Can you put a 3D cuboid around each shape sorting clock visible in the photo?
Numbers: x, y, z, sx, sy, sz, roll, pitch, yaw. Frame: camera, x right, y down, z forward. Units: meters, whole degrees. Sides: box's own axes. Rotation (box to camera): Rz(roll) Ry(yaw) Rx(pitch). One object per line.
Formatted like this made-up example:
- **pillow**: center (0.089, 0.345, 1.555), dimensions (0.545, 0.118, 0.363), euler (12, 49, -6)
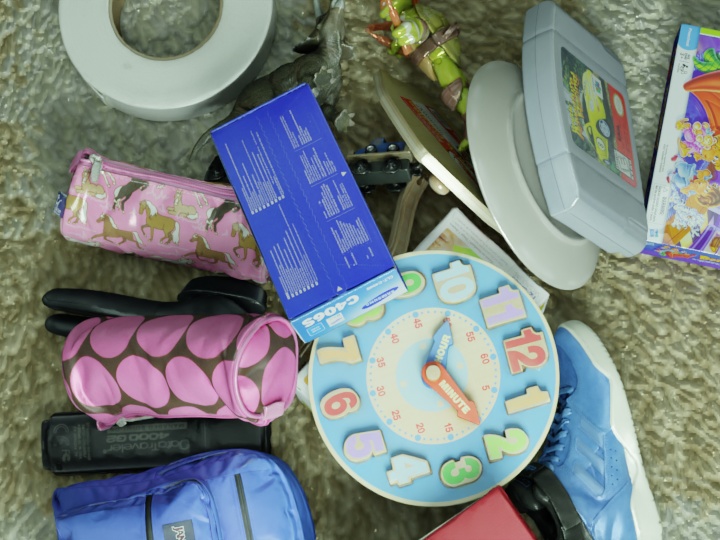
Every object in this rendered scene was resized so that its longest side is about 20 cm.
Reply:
- **shape sorting clock**: center (0.056, 0.082, 1.108), dimensions (0.197, 0.039, 0.202), euler (-1, 76, 3)

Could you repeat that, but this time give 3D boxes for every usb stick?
- **usb stick**: center (-0.174, 0.144, 1.216), dimensions (0.197, 0.033, 0.056), euler (-4, 83, 2)

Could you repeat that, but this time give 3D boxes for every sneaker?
- **sneaker**: center (0.167, 0.148, 1.172), dimensions (0.110, 0.077, 0.202), euler (-14, 83, -10)

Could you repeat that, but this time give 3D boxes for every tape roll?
- **tape roll**: center (-0.176, -0.236, 1.302), dimensions (0.200, 0.037, 0.205), euler (-1, 78, 3)

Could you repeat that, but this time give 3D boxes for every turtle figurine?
- **turtle figurine**: center (0.063, -0.182, 1.207), dimensions (0.064, 0.200, 0.162), euler (-35, 91, 1)

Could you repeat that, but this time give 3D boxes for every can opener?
- **can opener**: center (-0.180, 0.046, 1.233), dimensions (0.197, 0.079, 0.064), euler (0, 116, 6)

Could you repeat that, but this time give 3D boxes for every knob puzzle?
- **knob puzzle**: center (0.070, -0.086, 1.178), dimensions (0.030, 0.219, 0.220), euler (-42, 78, 14)

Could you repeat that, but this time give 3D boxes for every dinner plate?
- **dinner plate**: center (0.153, -0.083, 1.176), dimensions (0.024, 0.199, 0.202), euler (-21, 74, 33)

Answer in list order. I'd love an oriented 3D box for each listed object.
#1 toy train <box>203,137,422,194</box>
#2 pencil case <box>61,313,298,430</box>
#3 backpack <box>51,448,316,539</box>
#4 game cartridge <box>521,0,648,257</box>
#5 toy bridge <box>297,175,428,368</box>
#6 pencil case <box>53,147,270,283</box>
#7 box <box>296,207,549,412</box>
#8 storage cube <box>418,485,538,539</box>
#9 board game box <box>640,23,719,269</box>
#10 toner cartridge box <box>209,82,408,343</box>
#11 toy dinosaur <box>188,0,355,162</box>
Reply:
- **toy train**: center (-0.041, -0.090, 1.244), dimensions (0.198, 0.034, 0.046), euler (-1, 49, 17)
- **pencil case**: center (-0.143, 0.082, 1.137), dimensions (0.198, 0.090, 0.095), euler (-3, 87, 36)
- **backpack**: center (-0.133, 0.231, 1.127), dimensions (0.198, 0.168, 0.164), euler (-12, 83, -2)
- **game cartridge**: center (0.186, -0.123, 1.194), dimensions (0.041, 0.132, 0.202), euler (-24, 58, 37)
- **toy bridge**: center (0.000, 0.000, 1.223), dimensions (0.067, 0.027, 0.201), euler (19, 73, 52)
- **pencil case**: center (-0.160, -0.047, 1.231), dimensions (0.198, 0.087, 0.084), euler (13, 84, 3)
- **box**: center (0.051, 0.066, 1.185), dimensions (0.112, 0.101, 0.200), euler (43, 83, 12)
- **storage cube**: center (0.092, 0.299, 1.085), dimensions (0.170, 0.200, 0.180), euler (-34, 71, -4)
- **board game box**: center (0.325, -0.103, 1.239), dimensions (0.133, 0.045, 0.202), euler (11, 78, 6)
- **toner cartridge box**: center (-0.044, -0.049, 1.146), dimensions (0.094, 0.043, 0.201), euler (-27, 59, 3)
- **toy dinosaur**: center (-0.065, -0.152, 1.261), dimensions (0.200, 0.102, 0.077), euler (-42, 122, 5)
